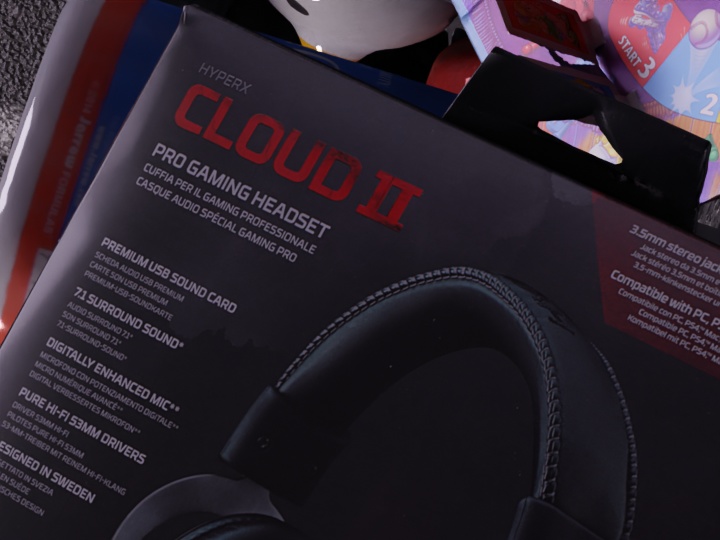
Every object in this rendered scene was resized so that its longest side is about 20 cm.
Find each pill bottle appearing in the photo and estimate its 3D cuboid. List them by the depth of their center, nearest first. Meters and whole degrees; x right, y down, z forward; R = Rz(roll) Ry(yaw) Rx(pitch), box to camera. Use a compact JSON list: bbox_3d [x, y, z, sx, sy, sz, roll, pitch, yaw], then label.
[{"bbox_3d":[0.000,0.000,0.765,0.112,0.199,0.113,-163,90,-87],"label":"pill bottle"}]

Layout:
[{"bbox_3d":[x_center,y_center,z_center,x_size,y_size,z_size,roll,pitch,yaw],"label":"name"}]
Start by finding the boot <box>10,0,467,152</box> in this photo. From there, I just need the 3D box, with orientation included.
[{"bbox_3d":[-0.025,-0.046,1.010,0.073,0.163,0.198,-19,27,41],"label":"boot"}]

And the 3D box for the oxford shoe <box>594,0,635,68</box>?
[{"bbox_3d":[0.113,-0.128,0.684,0.201,0.072,0.084,-65,-14,1],"label":"oxford shoe"}]

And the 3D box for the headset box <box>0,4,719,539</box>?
[{"bbox_3d":[0.001,0.056,0.512,0.200,0.149,0.077,-61,-26,-3],"label":"headset box"}]

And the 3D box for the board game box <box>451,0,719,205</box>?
[{"bbox_3d":[0.064,-0.115,0.625,0.158,0.039,0.200,-43,50,26],"label":"board game box"}]

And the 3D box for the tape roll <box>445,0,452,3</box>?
[{"bbox_3d":[0.055,-0.174,0.755,0.071,0.202,0.203,-80,7,-66],"label":"tape roll"}]

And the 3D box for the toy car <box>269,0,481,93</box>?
[{"bbox_3d":[0.022,-0.098,0.940,0.184,0.199,0.177,-82,9,-77],"label":"toy car"}]
